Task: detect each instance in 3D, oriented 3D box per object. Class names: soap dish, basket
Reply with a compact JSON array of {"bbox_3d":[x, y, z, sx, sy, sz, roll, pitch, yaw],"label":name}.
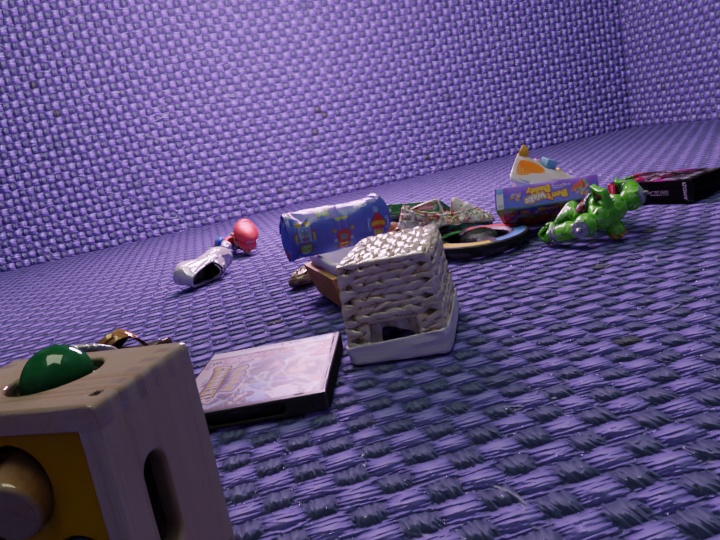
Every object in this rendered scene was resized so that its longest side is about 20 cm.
[{"bbox_3d":[0.000,0.000,1.140,0.153,0.084,0.199,-15,12,-16],"label":"soap dish"},{"bbox_3d":[0.052,0.023,0.871,0.132,0.127,0.200,-10,12,13],"label":"basket"}]

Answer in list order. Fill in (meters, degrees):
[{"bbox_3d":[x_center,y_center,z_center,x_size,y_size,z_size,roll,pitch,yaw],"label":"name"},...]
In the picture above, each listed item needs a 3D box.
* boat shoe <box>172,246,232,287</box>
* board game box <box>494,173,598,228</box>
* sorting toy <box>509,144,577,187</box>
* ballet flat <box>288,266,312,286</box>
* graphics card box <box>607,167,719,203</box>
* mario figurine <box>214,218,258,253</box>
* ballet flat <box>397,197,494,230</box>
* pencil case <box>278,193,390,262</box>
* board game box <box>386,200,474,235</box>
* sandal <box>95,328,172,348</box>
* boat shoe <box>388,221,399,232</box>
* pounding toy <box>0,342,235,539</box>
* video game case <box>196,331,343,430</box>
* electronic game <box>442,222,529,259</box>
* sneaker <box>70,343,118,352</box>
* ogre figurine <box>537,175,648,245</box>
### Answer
[{"bbox_3d":[-0.355,-0.006,1.576,0.067,0.074,0.199,17,16,22],"label":"boat shoe"},{"bbox_3d":[0.378,-0.132,1.334,0.195,0.046,0.134,-7,-17,23],"label":"board game box"},{"bbox_3d":[0.407,-0.172,1.408,0.176,0.109,0.200,17,-13,14],"label":"sorting toy"},{"bbox_3d":[-0.086,-0.011,1.364,0.066,0.048,0.199,-5,13,32],"label":"ballet flat"},{"bbox_3d":[0.647,-0.179,1.423,0.123,0.052,0.198,-18,14,-30],"label":"graphics card box"},{"bbox_3d":[-0.350,-0.072,1.912,0.198,0.106,0.125,-13,41,57],"label":"mario figurine"},{"bbox_3d":[0.168,-0.112,1.335,0.194,0.066,0.076,-6,7,9],"label":"ballet flat"},{"bbox_3d":[-0.045,-0.077,1.140,0.195,0.080,0.087,-16,42,-21],"label":"pencil case"},{"bbox_3d":[0.142,-0.112,1.489,0.133,0.030,0.197,26,-16,-39],"label":"board game box"},{"bbox_3d":[-0.385,0.118,1.029,0.195,0.056,0.082,-7,12,22],"label":"sandal"},{"bbox_3d":[0.086,-0.071,1.416,0.070,0.078,0.200,-6,14,15],"label":"boat shoe"},{"bbox_3d":[-0.208,0.132,0.423,0.179,0.206,0.142,-7,12,19],"label":"pounding toy"},{"bbox_3d":[-0.114,0.128,0.789,0.176,0.026,0.200,-11,12,5],"label":"video game case"},{"bbox_3d":[0.232,-0.063,1.306,0.194,0.043,0.200,-12,12,2],"label":"electronic game"},{"bbox_3d":[-0.420,0.143,0.897,0.196,0.078,0.087,-17,13,-27],"label":"sneaker"},{"bbox_3d":[0.417,-0.104,1.174,0.194,0.101,0.120,-10,9,-3],"label":"ogre figurine"}]
